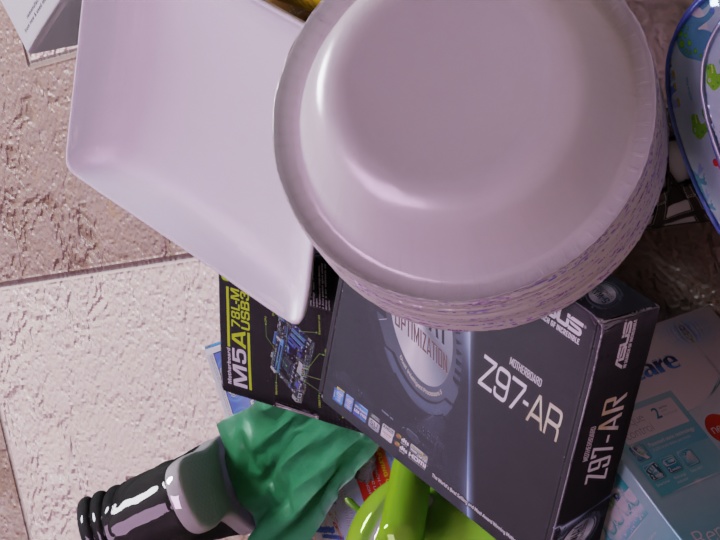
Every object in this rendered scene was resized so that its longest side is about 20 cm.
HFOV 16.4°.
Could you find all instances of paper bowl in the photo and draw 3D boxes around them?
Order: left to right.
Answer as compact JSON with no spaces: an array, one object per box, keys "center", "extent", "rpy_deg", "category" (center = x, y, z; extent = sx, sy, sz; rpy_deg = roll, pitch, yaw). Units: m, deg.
[{"center":[0.053,-0.077,1.269],"extent":[0.201,0.200,0.104],"rpy_deg":[56,-179,20],"category":"paper bowl"}]

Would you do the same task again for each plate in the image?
[{"center":[-0.087,-0.096,1.465],"extent":[0.199,0.032,0.201],"rpy_deg":[34,134,26],"category":"plate"}]

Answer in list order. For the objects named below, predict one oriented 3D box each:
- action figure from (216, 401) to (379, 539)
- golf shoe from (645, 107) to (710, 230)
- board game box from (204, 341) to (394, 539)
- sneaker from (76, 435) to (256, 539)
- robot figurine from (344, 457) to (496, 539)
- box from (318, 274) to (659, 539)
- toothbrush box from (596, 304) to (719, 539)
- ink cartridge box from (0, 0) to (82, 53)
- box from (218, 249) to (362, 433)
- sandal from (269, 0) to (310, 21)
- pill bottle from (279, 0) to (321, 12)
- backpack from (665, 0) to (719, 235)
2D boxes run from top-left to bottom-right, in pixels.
[{"center":[-0.024,0.109,1.631],"extent":[0.118,0.055,0.200],"rpy_deg":[63,143,15],"category":"action figure"},{"center":[0.171,-0.055,1.404],"extent":[0.200,0.094,0.078],"rpy_deg":[-19,86,48],"category":"golf shoe"},{"center":[-0.003,0.121,1.697],"extent":[0.196,0.056,0.201],"rpy_deg":[-19,88,50],"category":"board game box"},{"center":[-0.134,0.164,1.712],"extent":[0.099,0.200,0.071],"rpy_deg":[-22,84,11],"category":"sneaker"},{"center":[0.070,0.184,1.486],"extent":[0.200,0.116,0.176],"rpy_deg":[16,145,50],"category":"robot figurine"},{"center":[0.065,0.046,1.376],"extent":[0.200,0.043,0.161],"rpy_deg":[37,127,39],"category":"box"},{"center":[0.191,0.132,1.404],"extent":[0.200,0.146,0.085],"rpy_deg":[53,136,24],"category":"toothbrush box"},{"center":[-0.200,-0.263,1.725],"extent":[0.083,0.146,0.200],"rpy_deg":[-46,67,48],"category":"ink cartridge box"},{"center":[0.000,0.000,1.499],"extent":[0.193,0.047,0.201],"rpy_deg":[16,118,35],"category":"box"},{"center":[-0.044,-0.197,1.570],"extent":[0.081,0.055,0.201],"rpy_deg":[-18,77,14],"category":"sandal"},{"center":[-0.028,-0.207,1.428],"extent":[0.200,0.113,0.113],"rpy_deg":[23,120,32],"category":"pill bottle"},{"center":[0.250,-0.086,1.242],"extent":[0.200,0.147,0.184],"rpy_deg":[-19,88,43],"category":"backpack"}]
